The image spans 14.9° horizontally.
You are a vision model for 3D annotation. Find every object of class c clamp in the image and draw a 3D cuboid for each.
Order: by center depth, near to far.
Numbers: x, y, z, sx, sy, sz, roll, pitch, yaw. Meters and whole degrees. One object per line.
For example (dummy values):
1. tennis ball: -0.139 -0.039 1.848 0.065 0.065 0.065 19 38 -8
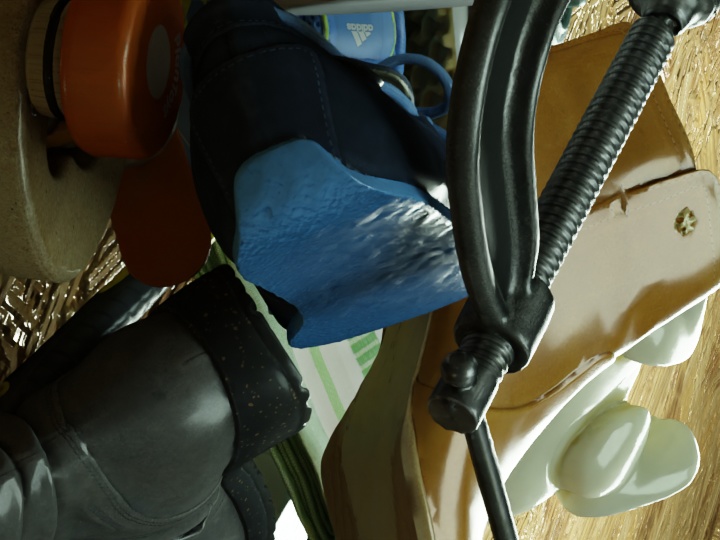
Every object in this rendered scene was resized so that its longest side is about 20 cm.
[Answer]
1. c clamp: 0.056 -0.047 0.716 0.201 0.027 0.171 -63 154 -29

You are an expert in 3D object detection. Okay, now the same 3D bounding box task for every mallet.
1. mallet: -0.061 -0.009 0.874 0.200 0.066 0.041 -41 113 -25

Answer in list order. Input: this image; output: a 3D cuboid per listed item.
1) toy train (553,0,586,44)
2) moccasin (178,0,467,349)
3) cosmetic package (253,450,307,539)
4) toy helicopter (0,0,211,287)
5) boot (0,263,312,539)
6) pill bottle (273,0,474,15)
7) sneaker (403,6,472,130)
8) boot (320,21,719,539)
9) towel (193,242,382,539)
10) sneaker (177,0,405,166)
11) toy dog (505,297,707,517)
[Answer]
1. toy train: 0.032 -0.146 1.006 0.200 0.085 0.115 7 88 -72
2. moccasin: -0.001 -0.028 0.722 0.200 0.080 0.068 69 -1 -78
3. cosmetic package: -0.089 0.156 0.930 0.102 0.071 0.200 91 22 -47
4. toy helicopter: -0.066 -0.086 0.735 0.132 0.078 0.201 72 26 -56
5. boot: -0.092 0.071 0.798 0.131 0.070 0.200 -30 162 -18
6. pill bottle: 0.008 -0.170 0.716 0.109 0.109 0.201 -14 101 -72
7. sneaker: 0.046 -0.122 0.855 0.075 0.090 0.201 133 -41 -55
8. boot: 0.058 0.030 0.885 0.143 0.071 0.202 -17 105 -24
9. towel: 0.000 0.000 1.004 0.153 0.023 0.200 67 26 -8
10. sneaker: -0.012 -0.108 0.804 0.075 0.105 0.201 1 111 -40
11. toy dog: 0.074 0.011 1.276 0.193 0.140 0.201 -20 139 -24
